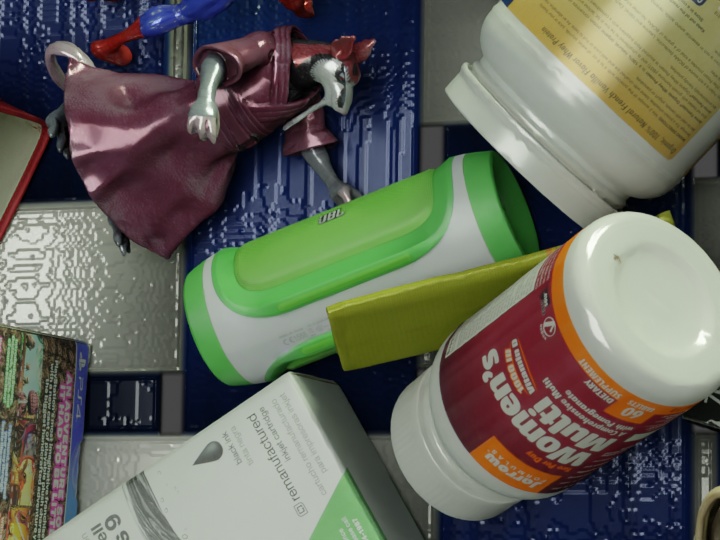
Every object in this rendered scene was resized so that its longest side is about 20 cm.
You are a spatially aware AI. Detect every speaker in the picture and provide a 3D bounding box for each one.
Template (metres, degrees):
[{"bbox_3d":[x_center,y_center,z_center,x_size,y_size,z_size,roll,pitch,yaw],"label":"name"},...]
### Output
[{"bbox_3d":[0.000,0.000,1.492,0.199,0.088,0.089,-21,77,16],"label":"speaker"}]

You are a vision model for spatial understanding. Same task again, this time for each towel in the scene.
[{"bbox_3d":[0.080,0.011,1.434,0.199,0.086,0.018,-15,64,-1],"label":"towel"}]

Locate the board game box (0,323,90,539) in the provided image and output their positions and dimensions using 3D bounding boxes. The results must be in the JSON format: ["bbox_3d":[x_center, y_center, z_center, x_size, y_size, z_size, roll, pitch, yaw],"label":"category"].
[{"bbox_3d":[-0.250,0.110,1.506,0.096,0.200,0.160,2,83,21],"label":"board game box"}]

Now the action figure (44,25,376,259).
[{"bbox_3d":[-0.077,-0.095,1.540,0.199,0.134,0.149,-29,46,13],"label":"action figure"}]

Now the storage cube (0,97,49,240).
[{"bbox_3d":[-0.330,-0.063,1.573,0.179,0.171,0.201,27,93,22],"label":"storage cube"}]

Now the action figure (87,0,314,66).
[{"bbox_3d":[-0.066,-0.179,1.557,0.199,0.099,0.066,-18,80,40],"label":"action figure"}]

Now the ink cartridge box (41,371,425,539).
[{"bbox_3d":[-0.072,0.175,1.497,0.200,0.084,0.146,-35,73,13],"label":"ink cartridge box"}]

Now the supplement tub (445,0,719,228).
[{"bbox_3d":[0.157,-0.131,1.420,0.200,0.144,0.144,-47,71,8],"label":"supplement tub"}]

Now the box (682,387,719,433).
[{"bbox_3d":[0.283,0.010,1.388,0.163,0.086,0.201,15,88,21],"label":"box"}]

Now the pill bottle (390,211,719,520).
[{"bbox_3d":[0.105,0.058,1.393,0.200,0.109,0.110,-41,68,47],"label":"pill bottle"}]

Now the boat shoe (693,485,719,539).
[{"bbox_3d":[0.201,0.209,1.313,0.072,0.065,0.201,-7,82,27],"label":"boat shoe"}]
